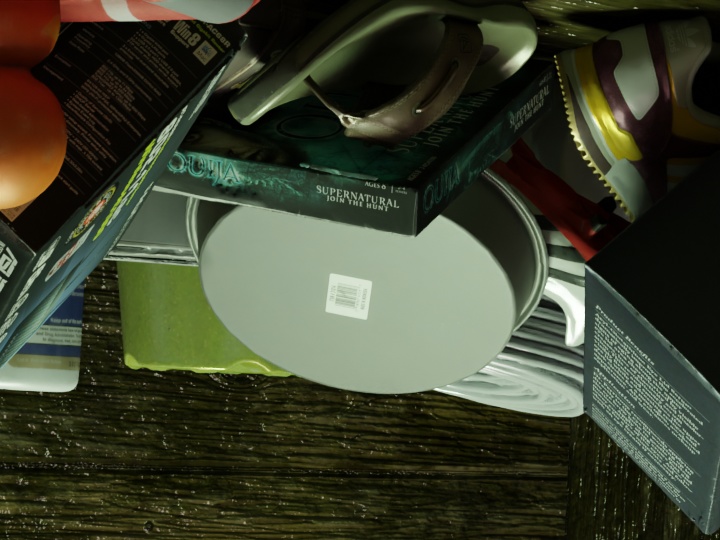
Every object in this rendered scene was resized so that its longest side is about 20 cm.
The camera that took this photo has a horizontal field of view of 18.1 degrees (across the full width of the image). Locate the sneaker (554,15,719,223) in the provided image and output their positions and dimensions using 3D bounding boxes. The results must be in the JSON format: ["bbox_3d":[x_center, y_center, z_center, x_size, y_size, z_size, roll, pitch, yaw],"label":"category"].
[{"bbox_3d":[0.175,-0.067,1.178,0.090,0.075,0.200,-19,154,21],"label":"sneaker"}]

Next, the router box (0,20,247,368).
[{"bbox_3d":[-0.141,-0.027,0.966,0.062,0.150,0.200,39,144,-1],"label":"router box"}]

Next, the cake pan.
[{"bbox_3d":[0.000,0.000,1.214,0.199,0.037,0.201,8,141,6],"label":"cake pan"}]

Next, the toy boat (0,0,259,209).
[{"bbox_3d":[-0.131,-0.088,0.812,0.199,0.131,0.130,1,176,26],"label":"toy boat"}]

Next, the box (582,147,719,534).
[{"bbox_3d":[0.201,0.026,1.172,0.104,0.148,0.200,45,165,22],"label":"box"}]

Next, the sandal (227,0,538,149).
[{"bbox_3d":[0.024,-0.088,1.014,0.080,0.058,0.201,-36,164,37],"label":"sandal"}]

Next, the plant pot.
[{"bbox_3d":[-0.094,-0.020,1.568,0.199,0.185,0.200,3,177,0],"label":"plant pot"}]

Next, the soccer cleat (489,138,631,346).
[{"bbox_3d":[0.073,-0.040,1.241,0.200,0.085,0.069,40,-145,-1],"label":"soccer cleat"}]

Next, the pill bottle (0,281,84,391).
[{"bbox_3d":[-0.233,-0.024,1.474,0.110,0.201,0.111,3,177,0],"label":"pill bottle"}]

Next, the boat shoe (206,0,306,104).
[{"bbox_3d":[-0.090,-0.105,1.063,0.059,0.072,0.200,7,170,-25],"label":"boat shoe"}]

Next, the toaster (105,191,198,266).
[{"bbox_3d":[-0.113,-0.067,1.334,0.199,0.119,0.181,4,176,-23],"label":"toaster"}]

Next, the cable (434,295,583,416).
[{"bbox_3d":[0.055,0.034,1.381,0.199,0.070,0.200,11,171,10],"label":"cable"}]

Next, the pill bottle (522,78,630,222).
[{"bbox_3d":[0.097,-0.056,1.366,0.115,0.116,0.200,5,177,-32],"label":"pill bottle"}]

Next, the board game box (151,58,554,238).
[{"bbox_3d":[0.000,-0.071,1.098,0.135,0.028,0.200,10,-156,19],"label":"board game box"}]
